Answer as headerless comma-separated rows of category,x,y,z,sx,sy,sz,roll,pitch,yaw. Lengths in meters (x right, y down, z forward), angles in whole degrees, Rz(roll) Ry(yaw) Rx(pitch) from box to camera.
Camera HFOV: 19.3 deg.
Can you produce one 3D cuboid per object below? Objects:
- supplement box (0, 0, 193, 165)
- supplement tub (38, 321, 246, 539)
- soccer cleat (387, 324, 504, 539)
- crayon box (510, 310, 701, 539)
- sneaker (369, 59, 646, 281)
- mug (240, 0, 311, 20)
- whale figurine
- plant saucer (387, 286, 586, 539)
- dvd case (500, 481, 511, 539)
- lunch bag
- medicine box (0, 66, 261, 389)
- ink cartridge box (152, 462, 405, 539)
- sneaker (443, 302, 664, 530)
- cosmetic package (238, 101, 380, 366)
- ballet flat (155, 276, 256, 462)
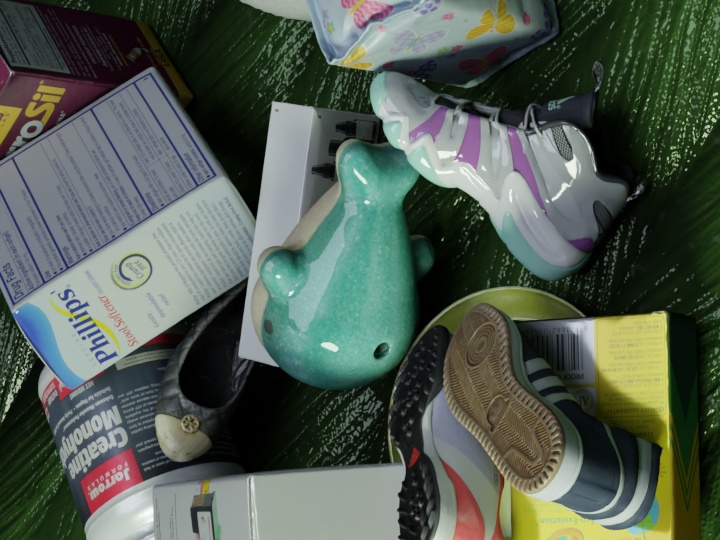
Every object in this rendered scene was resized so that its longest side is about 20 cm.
supplement box,-0.264,-0.145,1.796,0.131,0.199,0.104,-52,54,29
supplement tub,-0.172,0.153,1.735,0.140,0.140,0.201,-39,62,34
soccer cleat,0.066,0.126,1.489,0.068,0.073,0.201,-52,27,38
crayon box,0.165,0.132,1.444,0.126,0.051,0.202,-4,81,33
sneaker,0.115,-0.104,1.495,0.200,0.078,0.140,40,115,-5
mug,-0.073,-0.293,1.649,0.148,0.175,0.201,-43,28,25
whale figurine,0.000,0.000,1.560,0.104,0.158,0.201,48,128,40
plant saucer,0.111,0.113,1.531,0.199,0.031,0.202,-5,80,33
dvd case,0.060,0.219,1.600,0.199,0.016,0.150,-18,75,42
lunch bag,0.037,-0.250,1.541,0.127,0.169,0.201,-32,66,35
medicine box,-0.200,-0.037,1.707,0.199,0.103,0.182,-33,41,-2
ink cartridge box,-0.052,0.189,1.565,0.200,0.144,0.085,164,103,-64
sneaker,0.129,0.100,1.410,0.070,0.108,0.200,-57,28,17
cosmetic package,-0.039,-0.027,1.661,0.050,0.082,0.202,12,97,43
ballet flat,-0.108,0.059,1.683,0.201,0.066,0.057,-65,9,-20
